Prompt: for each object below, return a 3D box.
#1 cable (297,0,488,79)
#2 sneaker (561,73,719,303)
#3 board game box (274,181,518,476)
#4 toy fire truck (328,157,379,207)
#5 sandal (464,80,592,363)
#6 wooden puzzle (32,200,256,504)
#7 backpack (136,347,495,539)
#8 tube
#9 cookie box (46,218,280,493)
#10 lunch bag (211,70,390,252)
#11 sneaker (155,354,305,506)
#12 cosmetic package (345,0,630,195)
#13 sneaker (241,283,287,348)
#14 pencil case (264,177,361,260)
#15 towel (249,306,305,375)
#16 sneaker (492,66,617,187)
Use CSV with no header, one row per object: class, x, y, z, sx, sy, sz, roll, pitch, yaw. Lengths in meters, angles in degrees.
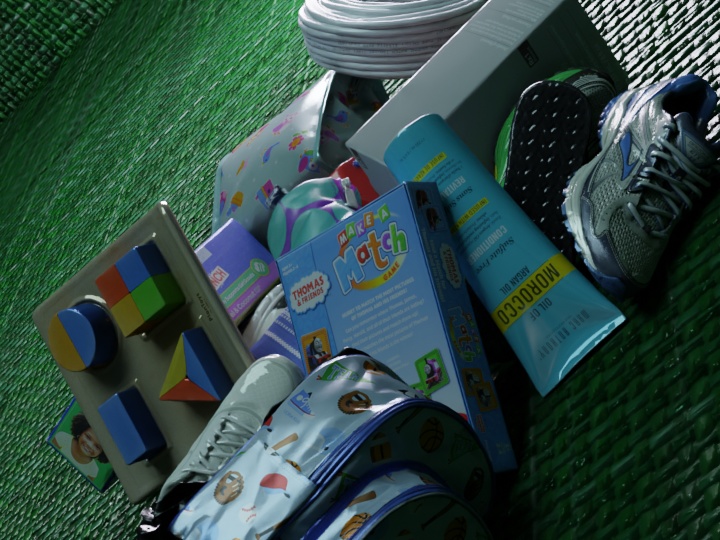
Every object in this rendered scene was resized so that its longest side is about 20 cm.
cable,0.040,-0.232,1.730,0.198,0.070,0.199,11,29,35
sneaker,0.194,-0.065,1.247,0.085,0.077,0.201,-28,30,38
board game box,0.020,0.060,1.275,0.151,0.036,0.202,-29,72,45
toy fire truck,0.048,-0.105,1.571,0.199,0.049,0.141,-32,-16,-46
sandal,0.122,-0.031,1.310,0.045,0.074,0.202,26,-102,-79
wooden puzzle,-0.178,0.072,1.503,0.200,0.186,0.046,-38,-12,36
backpack,-0.007,0.155,1.137,0.153,0.200,0.191,25,75,35
tube,0.092,-0.017,1.267,0.077,0.201,0.050,-45,-21,22
cookie box,-0.170,0.075,1.646,0.200,0.075,0.171,-54,-5,38
lunch bag,-0.049,-0.092,1.745,0.170,0.122,0.201,-40,28,29
sneaker,-0.101,0.151,1.385,0.201,0.075,0.081,-62,-22,-11
cosmetic package,0.098,-0.119,1.439,0.200,0.107,0.090,-48,35,-11
sneaker,-0.073,0.086,1.587,0.079,0.074,0.200,24,61,29
pencil case,0.000,0.000,1.413,0.200,0.084,0.093,45,114,52
towel,0.011,0.026,1.468,0.200,0.024,0.144,-46,38,-10
sneaker,0.134,-0.056,1.378,0.201,0.078,0.085,-60,27,0
